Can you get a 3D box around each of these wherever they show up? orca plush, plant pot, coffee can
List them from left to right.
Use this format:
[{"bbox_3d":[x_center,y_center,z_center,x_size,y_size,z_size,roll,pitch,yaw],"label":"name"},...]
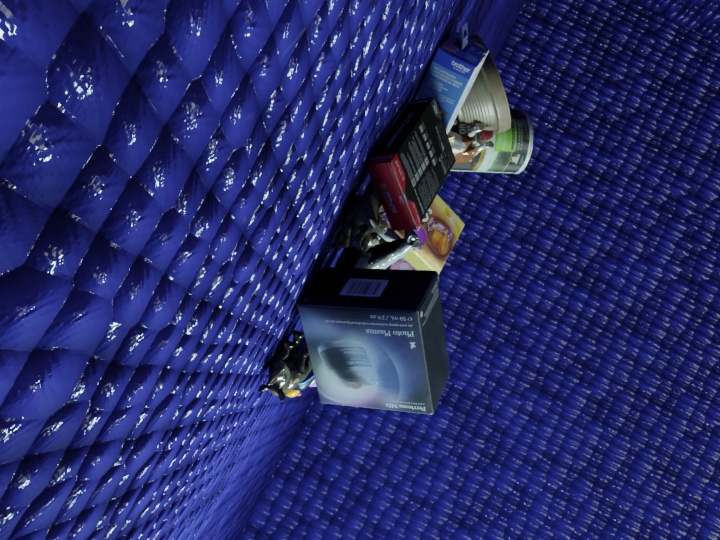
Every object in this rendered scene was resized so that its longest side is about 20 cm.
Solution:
[{"bbox_3d":[0.003,-0.025,1.346,0.200,0.071,0.105,-37,165,23],"label":"orca plush"},{"bbox_3d":[0.222,-0.360,1.566,0.093,0.201,0.201,-22,178,4],"label":"plant pot"},{"bbox_3d":[0.259,-0.290,1.729,0.146,0.200,0.147,180,-90,-74],"label":"coffee can"}]

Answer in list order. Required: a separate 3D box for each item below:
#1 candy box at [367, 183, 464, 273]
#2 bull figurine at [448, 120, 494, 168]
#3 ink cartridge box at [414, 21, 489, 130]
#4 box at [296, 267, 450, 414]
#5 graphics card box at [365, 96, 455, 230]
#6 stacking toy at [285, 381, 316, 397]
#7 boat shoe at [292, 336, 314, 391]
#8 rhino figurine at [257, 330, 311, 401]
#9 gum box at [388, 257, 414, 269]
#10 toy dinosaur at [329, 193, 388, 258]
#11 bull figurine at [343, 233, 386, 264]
[{"bbox_3d":[0.093,-0.093,1.395,0.056,0.200,0.117,12,-113,47],"label":"candy box"},{"bbox_3d":[0.189,-0.253,1.564,0.121,0.200,0.065,-28,-113,56],"label":"bull figurine"},{"bbox_3d":[0.150,-0.318,1.330,0.200,0.076,0.136,-63,177,32],"label":"ink cartridge box"},{"bbox_3d":[0.027,0.111,1.243,0.123,0.200,0.199,-57,143,-52],"label":"box"},{"bbox_3d":[0.083,-0.169,1.223,0.200,0.051,0.126,-58,134,-42],"label":"graphics card box"},{"bbox_3d":[-0.099,0.210,1.696,0.200,0.116,0.110,-44,163,-39],"label":"stacking toy"},{"bbox_3d":[-0.086,0.167,1.533,0.200,0.084,0.069,-55,161,-44],"label":"boat shoe"},{"bbox_3d":[-0.117,0.159,1.265,0.200,0.060,0.088,-37,152,-78],"label":"rhino figurine"},{"bbox_3d":[0.038,0.056,1.553,0.200,0.066,0.113,-60,-169,-6],"label":"gum box"},{"bbox_3d":[0.000,-0.078,1.196,0.200,0.077,0.102,64,42,-79],"label":"toy dinosaur"},{"bbox_3d":[0.000,0.000,1.479,0.200,0.065,0.121,-62,-168,13],"label":"bull figurine"}]
